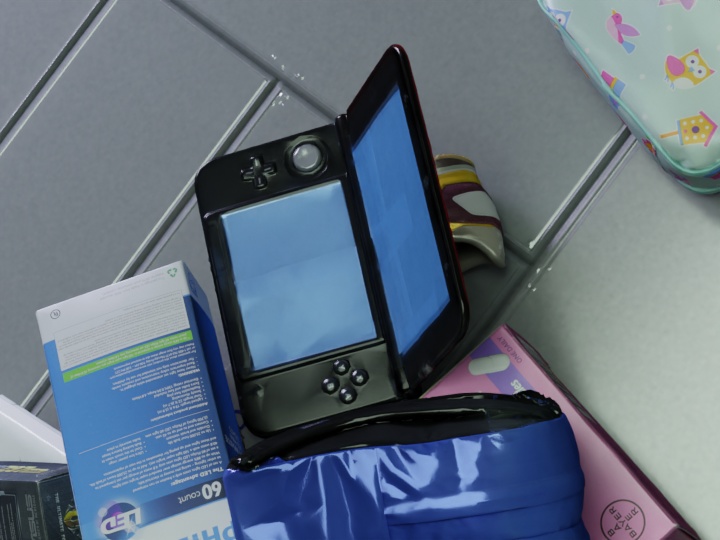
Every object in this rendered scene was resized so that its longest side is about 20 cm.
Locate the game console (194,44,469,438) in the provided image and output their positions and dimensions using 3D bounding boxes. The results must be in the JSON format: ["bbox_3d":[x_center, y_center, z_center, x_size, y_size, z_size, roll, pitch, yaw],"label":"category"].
[{"bbox_3d":[-0.023,-0.017,1.587,0.172,0.119,0.201,-16,69,7],"label":"game console"}]

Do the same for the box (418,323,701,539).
[{"bbox_3d":[0.083,0.170,1.591,0.200,0.097,0.176,-42,68,5],"label":"box"}]

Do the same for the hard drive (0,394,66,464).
[{"bbox_3d":[-0.194,0.179,1.651,0.200,0.027,0.133,27,118,44],"label":"hard drive"}]

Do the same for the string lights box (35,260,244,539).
[{"bbox_3d":[-0.129,0.105,1.543,0.102,0.059,0.201,-18,61,6],"label":"string lights box"}]

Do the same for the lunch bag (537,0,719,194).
[{"bbox_3d":[0.228,-0.159,1.638,0.160,0.077,0.200,-39,68,4],"label":"lunch bag"}]

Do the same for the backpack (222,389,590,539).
[{"bbox_3d":[0.039,0.157,1.477,0.199,0.163,0.169,-14,93,6],"label":"backpack"}]

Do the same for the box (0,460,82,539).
[{"bbox_3d":[-0.219,0.227,1.632,0.157,0.051,0.201,-5,95,49],"label":"box"}]

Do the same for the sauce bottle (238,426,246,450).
[{"bbox_3d":[-0.111,0.100,1.616,0.066,0.066,0.201,-21,73,12],"label":"sauce bottle"}]

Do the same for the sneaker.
[{"bbox_3d":[0.000,0.000,1.674,0.199,0.075,0.090,-27,64,11],"label":"sneaker"}]

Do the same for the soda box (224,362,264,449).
[{"bbox_3d":[-0.089,0.127,1.674,0.063,0.068,0.200,39,91,21],"label":"soda box"}]
